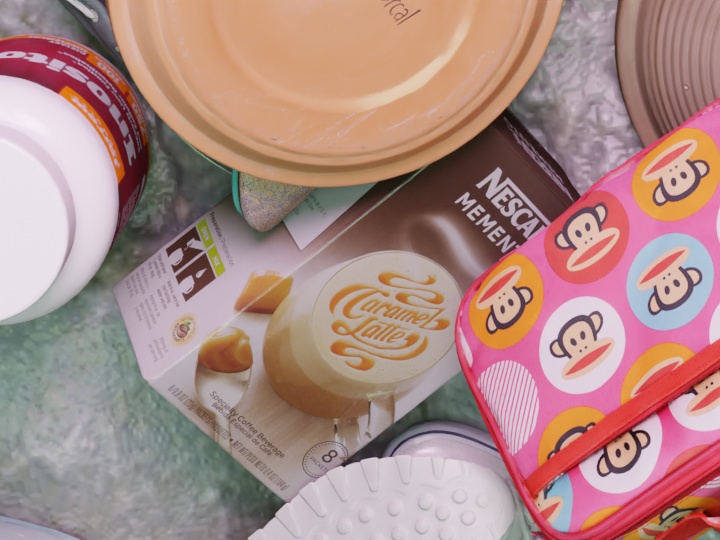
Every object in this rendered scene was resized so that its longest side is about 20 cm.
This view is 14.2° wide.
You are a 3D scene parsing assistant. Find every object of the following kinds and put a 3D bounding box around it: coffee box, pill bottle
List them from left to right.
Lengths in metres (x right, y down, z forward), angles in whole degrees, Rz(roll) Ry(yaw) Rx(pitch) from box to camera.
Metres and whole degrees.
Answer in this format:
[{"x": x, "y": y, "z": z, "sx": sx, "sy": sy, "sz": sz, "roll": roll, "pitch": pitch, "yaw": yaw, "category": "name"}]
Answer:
[{"x": -0.160, "y": -0.039, "z": 1.309, "sx": 0.113, "sy": 0.200, "sz": 0.113, "roll": 0, "pitch": 103, "yaw": 2, "category": "pill bottle"}, {"x": 0.000, "y": 0.000, "z": 1.355, "sx": 0.200, "sy": 0.080, "sz": 0.114, "roll": -39, "pitch": 128, "yaw": 11, "category": "coffee box"}]

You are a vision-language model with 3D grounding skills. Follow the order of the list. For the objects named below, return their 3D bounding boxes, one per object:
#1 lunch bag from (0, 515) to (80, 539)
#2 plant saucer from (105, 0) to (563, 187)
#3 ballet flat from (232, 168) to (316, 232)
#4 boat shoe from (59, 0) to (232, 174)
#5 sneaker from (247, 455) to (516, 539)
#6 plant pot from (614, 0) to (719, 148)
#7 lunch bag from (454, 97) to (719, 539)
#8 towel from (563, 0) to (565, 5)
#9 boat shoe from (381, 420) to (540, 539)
[{"x": -0.197, "y": 0.187, "z": 1.378, "sx": 0.200, "sy": 0.170, "sz": 0.122, "roll": 16, "pitch": 102, "yaw": 2, "category": "lunch bag"}, {"x": -0.008, "y": -0.126, "z": 1.222, "sx": 0.200, "sy": 0.032, "sz": 0.200, "roll": -5, "pitch": 117, "yaw": -9, "category": "plant saucer"}, {"x": -0.002, "y": -0.110, "z": 1.292, "sx": 0.067, "sy": 0.068, "sz": 0.200, "roll": 14, "pitch": 87, "yaw": 27, "category": "ballet flat"}, {"x": -0.081, "y": -0.103, "z": 1.362, "sx": 0.073, "sy": 0.062, "sz": 0.200, "roll": -43, "pitch": 98, "yaw": 11, "category": "boat shoe"}, {"x": -0.007, "y": 0.144, "z": 1.391, "sx": 0.200, "sy": 0.080, "sz": 0.076, "roll": -27, "pitch": 73, "yaw": 23, "category": "sneaker"}, {"x": 0.220, "y": -0.101, "z": 1.335, "sx": 0.201, "sy": 0.093, "sz": 0.201, "roll": 0, "pitch": 103, "yaw": 1, "category": "plant pot"}, {"x": 0.150, "y": 0.038, "z": 1.254, "sx": 0.200, "sy": 0.082, "sz": 0.176, "roll": -37, "pitch": 55, "yaw": 21, "category": "lunch bag"}, {"x": 0.054, "y": -0.197, "z": 1.348, "sx": 0.148, "sy": 0.036, "sz": 0.200, "roll": 27, "pitch": 103, "yaw": -3, "category": "towel"}, {"x": 0.086, "y": 0.159, "z": 1.403, "sx": 0.075, "sy": 0.086, "sz": 0.202, "roll": -40, "pitch": 98, "yaw": 10, "category": "boat shoe"}]
